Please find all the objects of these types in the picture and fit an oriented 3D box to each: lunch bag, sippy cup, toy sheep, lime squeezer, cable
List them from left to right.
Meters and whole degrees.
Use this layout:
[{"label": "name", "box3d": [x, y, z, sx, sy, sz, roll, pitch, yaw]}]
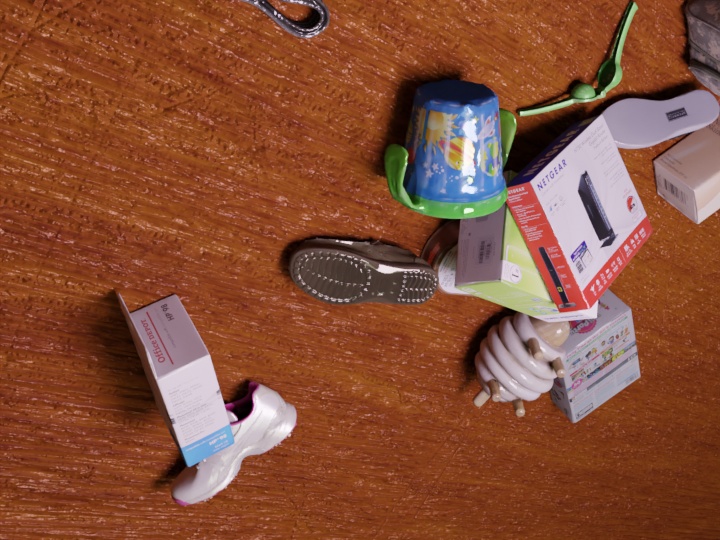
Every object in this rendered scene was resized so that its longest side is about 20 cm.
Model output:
[{"label": "cable", "box3d": [-0.104, -0.268, 0.924, 0.097, 0.050, 0.200, -48, 136, 5]}, {"label": "sippy cup", "box3d": [0.108, -0.147, 1.128, 0.138, 0.178, 0.132, 6, 119, 10]}, {"label": "toy sheep", "box3d": [0.235, 0.136, 1.445, 0.200, 0.139, 0.137, -44, 139, 21]}, {"label": "lime squeezer", "box3d": [0.292, -0.245, 1.236, 0.200, 0.038, 0.071, -43, 137, 4]}, {"label": "lunch bag", "box3d": [0.529, -0.273, 1.261, 0.139, 0.200, 0.168, -34, 136, -5]}]

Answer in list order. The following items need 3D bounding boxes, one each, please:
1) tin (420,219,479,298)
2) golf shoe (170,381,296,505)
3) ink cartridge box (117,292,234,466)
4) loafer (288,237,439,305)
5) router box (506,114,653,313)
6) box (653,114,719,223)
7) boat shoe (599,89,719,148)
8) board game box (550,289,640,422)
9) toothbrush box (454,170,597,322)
[{"label": "tin", "box3d": [0.170, -0.014, 1.343, 0.198, 0.042, 0.113, 5, 126, -38]}, {"label": "golf shoe", "box3d": [-0.182, 0.224, 1.278, 0.200, 0.075, 0.092, -40, 122, -3]}, {"label": "ink cartridge box", "box3d": [-0.211, 0.115, 1.120, 0.066, 0.116, 0.201, -23, 135, -17]}, {"label": "loafer", "box3d": [0.000, 0.000, 1.215, 0.198, 0.068, 0.077, 12, 115, -23]}, {"label": "router box", "box3d": [0.282, -0.075, 1.241, 0.200, 0.049, 0.181, -41, 109, -39]}, {"label": "box", "box3d": [0.543, -0.171, 1.435, 0.199, 0.095, 0.078, -36, 137, -7]}, {"label": "boat shoe", "box3d": [0.402, -0.201, 1.333, 0.198, 0.069, 0.057, -13, 170, -21]}, {"label": "board game box", "box3d": [0.380, 0.144, 1.604, 0.147, 0.064, 0.201, -33, 139, -9]}, {"label": "toothbrush box", "box3d": [0.224, -0.027, 1.272, 0.199, 0.086, 0.147, 20, 71, -39]}]
